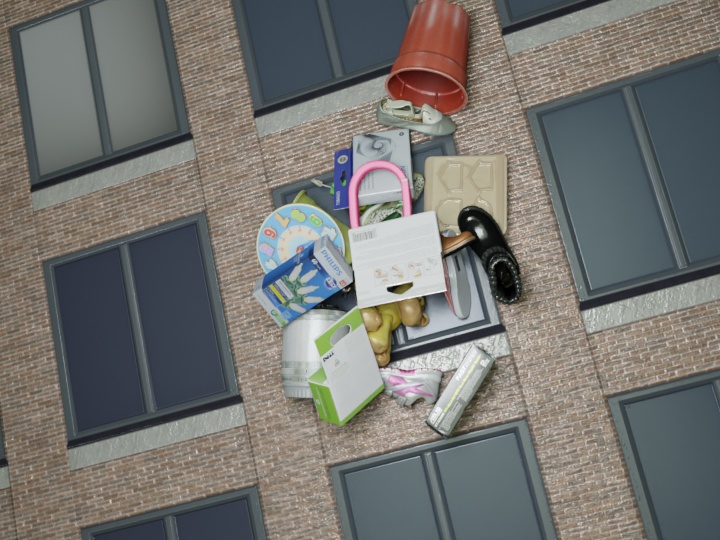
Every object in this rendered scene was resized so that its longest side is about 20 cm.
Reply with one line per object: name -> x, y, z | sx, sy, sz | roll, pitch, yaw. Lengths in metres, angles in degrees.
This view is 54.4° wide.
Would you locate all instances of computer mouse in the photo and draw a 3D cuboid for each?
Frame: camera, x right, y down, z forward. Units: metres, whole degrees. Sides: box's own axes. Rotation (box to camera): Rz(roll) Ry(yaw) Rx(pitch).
computer mouse -> 0.000, 0.000, 1.565 | 0.033, 0.202, 0.060 | 20, 129, 6

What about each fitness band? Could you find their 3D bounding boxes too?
fitness band -> 0.044, -0.141, 1.552 | 0.139, 0.037, 0.207 | -4, 90, 9

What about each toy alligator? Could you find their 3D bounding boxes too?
toy alligator -> -0.028, -0.189, 1.683 | 0.197, 0.059, 0.055 | 33, 89, 13

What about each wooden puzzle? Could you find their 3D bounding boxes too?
wooden puzzle -> 0.245, -0.172, 1.638 | 0.194, 0.046, 0.192 | 0, 82, 16

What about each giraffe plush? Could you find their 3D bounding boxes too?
giraffe plush -> 0.077, 0.096, 1.593 | 0.157, 0.175, 0.203 | -14, 45, -2

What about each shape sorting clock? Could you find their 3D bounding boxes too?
shape sorting clock -> -0.130, -0.046, 1.517 | 0.193, 0.039, 0.206 | 0, 113, 0

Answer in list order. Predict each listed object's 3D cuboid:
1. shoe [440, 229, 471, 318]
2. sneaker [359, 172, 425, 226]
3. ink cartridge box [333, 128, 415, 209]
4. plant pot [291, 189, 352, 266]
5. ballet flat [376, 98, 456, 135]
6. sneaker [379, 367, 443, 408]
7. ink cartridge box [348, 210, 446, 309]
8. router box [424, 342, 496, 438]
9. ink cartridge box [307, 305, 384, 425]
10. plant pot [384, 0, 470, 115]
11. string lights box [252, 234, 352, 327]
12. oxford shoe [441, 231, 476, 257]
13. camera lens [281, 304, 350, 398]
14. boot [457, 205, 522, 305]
shoe -> 0.191, 0.013, 1.613 | 0.089, 0.071, 0.206 | -10, 95, 36
sneaker -> 0.088, -0.143, 1.621 | 0.200, 0.077, 0.088 | -45, 34, -9
ink cartridge box -> 0.026, -0.241, 1.645 | 0.194, 0.041, 0.204 | -9, 52, 9
plant pot -> -0.093, -0.054, 1.624 | 0.180, 0.200, 0.205 | 25, 87, 1
ballet flat -> 0.132, -0.365, 1.654 | 0.194, 0.065, 0.069 | 10, 53, 6
sneaker -> 0.090, 0.266, 1.585 | 0.194, 0.081, 0.091 | -1, 82, 13
ink cartridge box -> 0.079, -0.019, 1.485 | 0.194, 0.045, 0.182 | -11, 72, 12
router box -> 0.219, 0.259, 1.525 | 0.061, 0.150, 0.203 | 31, 89, 13
ink cartridge box -> -0.043, 0.195, 1.480 | 0.075, 0.147, 0.205 | 2, 117, 45
plant pot -> 0.170, -0.501, 1.632 | 0.195, 0.201, 0.201 | 10, 75, 12
string lights box -> -0.122, 0.023, 1.497 | 0.197, 0.059, 0.103 | -32, 114, 17
oxford shoe -> 0.161, -0.057, 1.539 | 0.196, 0.071, 0.073 | -19, 84, 34
camera lens -> -0.101, 0.183, 1.593 | 0.155, 0.160, 0.207 | 0, 82, 11
boot -> 0.282, -0.038, 1.524 | 0.079, 0.158, 0.212 | -38, 95, 22
